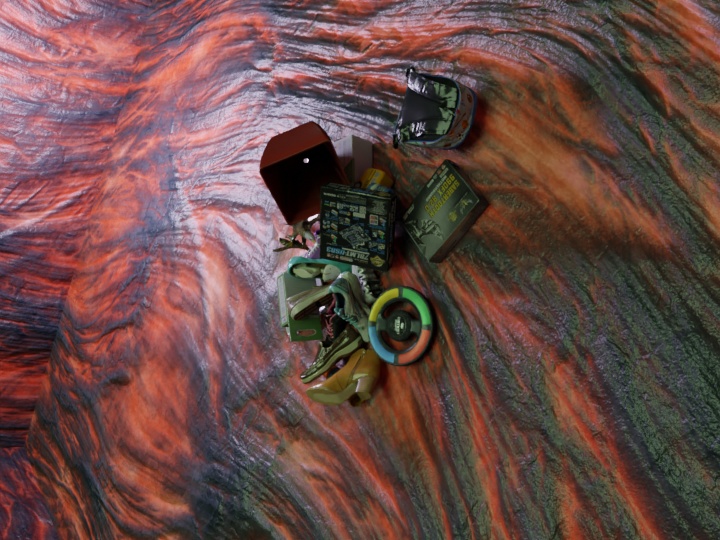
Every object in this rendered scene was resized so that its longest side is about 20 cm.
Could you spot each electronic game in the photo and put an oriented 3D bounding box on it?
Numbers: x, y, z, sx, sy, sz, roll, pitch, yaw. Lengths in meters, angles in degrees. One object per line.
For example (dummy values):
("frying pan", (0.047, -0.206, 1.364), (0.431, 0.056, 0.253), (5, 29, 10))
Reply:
("electronic game", (0.099, 0.139, 1.574), (0.198, 0.041, 0.203), (-7, 79, 36))

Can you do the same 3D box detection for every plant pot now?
("plant pot", (-0.151, -0.279, 1.667), (0.198, 0.201, 0.177), (-22, 44, 4))

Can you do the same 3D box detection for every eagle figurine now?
("eagle figurine", (-0.163, -0.141, 1.842), (0.150, 0.152, 0.201), (29, 126, 7))

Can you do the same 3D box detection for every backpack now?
("backpack", (0.190, -0.378, 1.512), (0.190, 0.152, 0.203), (26, 108, 53))

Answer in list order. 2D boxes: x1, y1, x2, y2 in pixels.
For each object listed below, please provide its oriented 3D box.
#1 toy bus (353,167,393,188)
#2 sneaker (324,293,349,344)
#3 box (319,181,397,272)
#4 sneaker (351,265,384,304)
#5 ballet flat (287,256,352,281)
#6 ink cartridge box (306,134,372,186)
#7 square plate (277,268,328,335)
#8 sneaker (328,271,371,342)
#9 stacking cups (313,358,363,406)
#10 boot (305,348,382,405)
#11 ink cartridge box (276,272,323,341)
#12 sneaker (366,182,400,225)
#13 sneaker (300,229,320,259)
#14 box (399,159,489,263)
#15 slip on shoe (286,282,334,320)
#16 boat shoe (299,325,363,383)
("toy bus", (0.005, -0.174, 1.684), (0.078, 0.065, 0.202), (22, 80, 43))
("sneaker", (-0.071, 0.143, 1.727), (0.079, 0.095, 0.203), (28, 104, 42))
("box", (-0.009, -0.111, 1.599), (0.197, 0.050, 0.201), (12, 117, 21))
("sneaker", (0.000, 0.000, 1.700), (0.081, 0.074, 0.203), (-38, 57, 45))
("ballet flat", (-0.112, 0.003, 1.744), (0.197, 0.071, 0.068), (4, 126, 11))
("ink cartridge box", (-0.062, -0.285, 1.799), (0.199, 0.087, 0.148), (-11, 75, 45))
("square plate", (-0.172, 0.067, 1.891), (0.197, 0.028, 0.202), (-33, 61, 37))
("sneaker", (-0.027, 0.109, 1.648), (0.077, 0.086, 0.202), (-11, 108, 51))
("stacking cups", (-0.067, 0.298, 1.717), (0.199, 0.060, 0.061), (31, 105, 44))
("boot", (-0.037, 0.275, 1.640), (0.199, 0.071, 0.145), (-8, 39, 24))
("ink cartridge box", (-0.174, 0.109, 1.784), (0.059, 0.103, 0.203), (-35, 59, 55))
("sneaker", (0.060, -0.124, 1.623), (0.084, 0.077, 0.203), (11, 116, 41))
("sneaker", (-0.118, -0.070, 1.777), (0.198, 0.115, 0.073), (-16, 41, 29))
("box", (0.201, -0.144, 1.531), (0.201, 0.048, 0.159), (-51, 50, 27))
("slip on shoe", (-0.113, 0.065, 1.735), (0.198, 0.076, 0.061), (-30, 62, -7))
("boat shoe", (-0.090, 0.223, 1.693), (0.201, 0.075, 0.075), (-36, 92, 0))
